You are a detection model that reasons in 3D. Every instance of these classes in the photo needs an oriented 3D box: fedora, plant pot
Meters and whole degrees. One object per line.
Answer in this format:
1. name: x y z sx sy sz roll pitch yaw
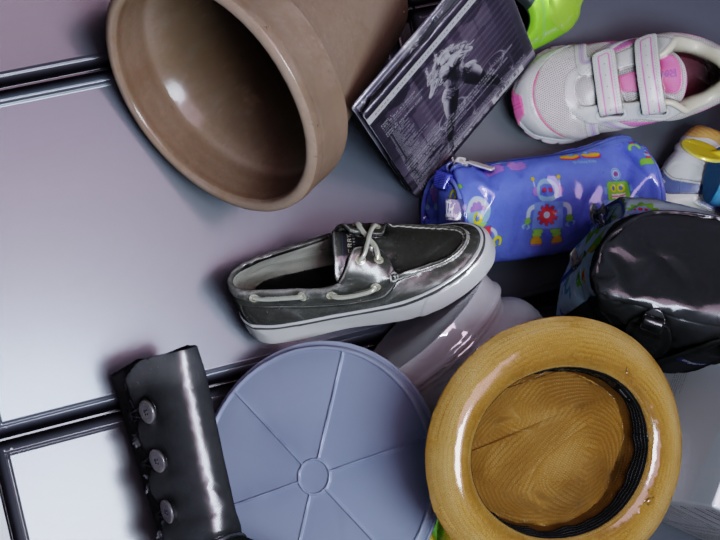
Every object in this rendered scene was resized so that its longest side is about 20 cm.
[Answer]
1. fedora: 0.127 0.124 1.463 0.200 0.082 0.202 0 91 -22
2. plant pot: -0.060 -0.173 1.523 0.201 0.200 0.175 53 55 -10

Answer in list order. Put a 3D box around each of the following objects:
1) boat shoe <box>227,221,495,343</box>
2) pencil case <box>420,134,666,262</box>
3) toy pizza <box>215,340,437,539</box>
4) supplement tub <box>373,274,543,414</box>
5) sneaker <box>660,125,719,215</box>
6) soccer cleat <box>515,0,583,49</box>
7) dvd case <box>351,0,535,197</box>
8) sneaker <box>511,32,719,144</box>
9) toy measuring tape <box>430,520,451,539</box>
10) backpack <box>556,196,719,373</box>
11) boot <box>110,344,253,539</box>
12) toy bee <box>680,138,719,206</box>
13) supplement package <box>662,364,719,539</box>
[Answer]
1. boat shoe: 0.000 0.000 1.537 0.199 0.071 0.064 -17 137 8
2. pencil case: 0.143 -0.056 1.631 0.199 0.078 0.087 -9 112 -21
3. toy pizza: -0.027 0.152 1.522 0.032 0.199 0.201 19 77 -63
4. supplement tub: 0.112 0.112 1.576 0.145 0.145 0.200 -46 102 -16
5. sneaker: 0.322 -0.028 1.709 0.200 0.075 0.088 40 89 -9
6. soccer cleat: 0.099 -0.263 1.636 0.081 0.068 0.200 -37 100 -7
7. dvd case: 0.066 -0.142 1.544 0.016 0.200 0.149 39 87 19
8. sneaker: 0.216 -0.153 1.658 0.199 0.088 0.082 -14 92 -20
9. toy measuring tape: -0.012 0.224 1.570 0.199 0.074 0.074 -10 91 -12
10. backpack: 0.224 0.013 1.538 0.162 0.200 0.154 12 66 -6
11. boot: -0.102 0.150 1.482 0.065 0.164 0.201 -4 81 -45
12. toy bee: 0.318 -0.059 1.614 0.130 0.109 0.201 -9 97 -9
13. supplement package: 0.310 0.135 1.617 0.150 0.200 0.152 25 80 -17
